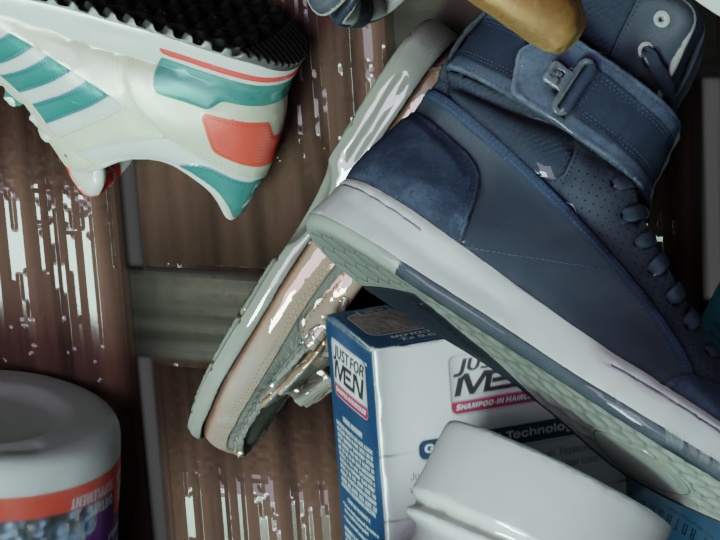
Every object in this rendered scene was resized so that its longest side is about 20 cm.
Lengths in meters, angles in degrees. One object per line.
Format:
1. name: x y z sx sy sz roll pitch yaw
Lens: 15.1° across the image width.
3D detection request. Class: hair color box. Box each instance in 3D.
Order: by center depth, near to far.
1. hair color box: 0.048 0.111 1.040 0.100 0.061 0.201 -8 106 -17

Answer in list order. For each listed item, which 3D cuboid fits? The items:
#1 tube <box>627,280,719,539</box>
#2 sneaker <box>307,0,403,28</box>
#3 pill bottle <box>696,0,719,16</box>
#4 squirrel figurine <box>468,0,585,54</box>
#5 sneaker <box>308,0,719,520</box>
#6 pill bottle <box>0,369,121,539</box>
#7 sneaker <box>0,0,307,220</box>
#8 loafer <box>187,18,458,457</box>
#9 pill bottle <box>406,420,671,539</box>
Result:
1. tube: 0.151 0.035 1.007 0.077 0.050 0.201 37 122 30
2. sneaker: -0.055 -0.149 1.028 0.202 0.077 0.147 -19 94 27
3. pill bottle: 0.171 -0.182 0.890 0.114 0.114 0.200 40 118 10
4. squirrel figurine: 0.040 -0.202 0.878 0.187 0.141 0.200 -55 36 14
5. sneaker: 0.104 -0.014 0.951 0.202 0.077 0.146 37 76 9
6. pill bottle: -0.159 0.153 1.147 0.111 0.111 0.201 11 110 22
7. sneaker: -0.123 -0.078 1.077 0.199 0.070 0.094 17 117 9
8. loafer: 0.000 0.000 1.054 0.063 0.072 0.200 33 114 6
9. pill bottle: 0.028 0.161 0.947 0.114 0.114 0.201 24 83 17
